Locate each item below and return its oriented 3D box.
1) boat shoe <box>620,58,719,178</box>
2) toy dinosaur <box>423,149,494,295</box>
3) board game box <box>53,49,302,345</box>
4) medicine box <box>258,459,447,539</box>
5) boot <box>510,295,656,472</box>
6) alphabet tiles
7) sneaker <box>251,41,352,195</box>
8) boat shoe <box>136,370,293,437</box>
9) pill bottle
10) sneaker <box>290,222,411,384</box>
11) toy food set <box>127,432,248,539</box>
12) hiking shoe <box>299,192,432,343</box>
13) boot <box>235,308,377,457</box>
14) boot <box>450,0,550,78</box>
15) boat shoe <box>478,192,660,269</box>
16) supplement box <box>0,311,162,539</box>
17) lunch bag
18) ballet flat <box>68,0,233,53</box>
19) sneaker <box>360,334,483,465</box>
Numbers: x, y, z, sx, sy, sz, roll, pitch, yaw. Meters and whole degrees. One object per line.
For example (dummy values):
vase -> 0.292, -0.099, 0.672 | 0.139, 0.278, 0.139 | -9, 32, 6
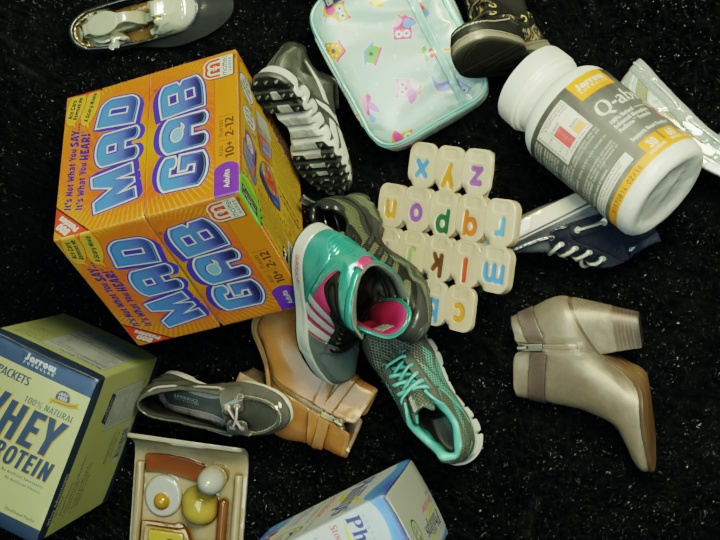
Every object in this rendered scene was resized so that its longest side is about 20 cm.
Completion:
boat shoe -> 0.361, -0.148, 1.362 | 0.202, 0.074, 0.065 | 35, 103, 14
toy dinosaur -> 0.122, -0.029, 1.431 | 0.088, 0.047, 0.200 | 35, 96, 14
board game box -> -0.186, -0.074, 1.369 | 0.199, 0.200, 0.200 | -14, 52, 12
medicine box -> -0.020, 0.310, 1.408 | 0.199, 0.182, 0.103 | -29, 88, 11
boot -> 0.242, 0.126, 1.410 | 0.146, 0.070, 0.201 | -7, 91, 18
alphabet tiles -> 0.091, -0.038, 1.391 | 0.200, 0.015, 0.197 | 12, 98, 44
sneaker -> -0.049, -0.171, 1.412 | 0.066, 0.200, 0.091 | 0, 52, 29
boat shoe -> -0.169, 0.159, 1.459 | 0.199, 0.057, 0.067 | 6, 116, 33
pill bottle -> 0.243, -0.138, 1.317 | 0.200, 0.116, 0.116 | 45, 101, 26
sneaker -> -0.002, 0.054, 1.334 | 0.121, 0.084, 0.201 | 26, 139, 38
toy food set -> -0.212, 0.296, 1.508 | 0.143, 0.060, 0.201 | 6, 94, 11
hiking shoe -> 0.000, 0.000, 1.400 | 0.076, 0.100, 0.200 | -52, 57, 32
boot -> -0.052, 0.105, 1.450 | 0.155, 0.077, 0.201 | 24, 103, 15
boot -> 0.127, -0.283, 1.342 | 0.073, 0.200, 0.151 | -25, 83, 31
boat shoe -> 0.229, -0.033, 1.383 | 0.199, 0.075, 0.093 | -25, 92, 0
supplement box -> -0.350, 0.171, 1.456 | 0.134, 0.200, 0.201 | 23, 97, 9
lunch bag -> 0.046, -0.247, 1.414 | 0.160, 0.077, 0.201 | -28, 89, 12
ballet flat -> -0.246, -0.289, 1.474 | 0.199, 0.073, 0.073 | -9, 92, 11
sneaker -> 0.067, 0.133, 1.427 | 0.078, 0.091, 0.200 | -38, 86, 10
